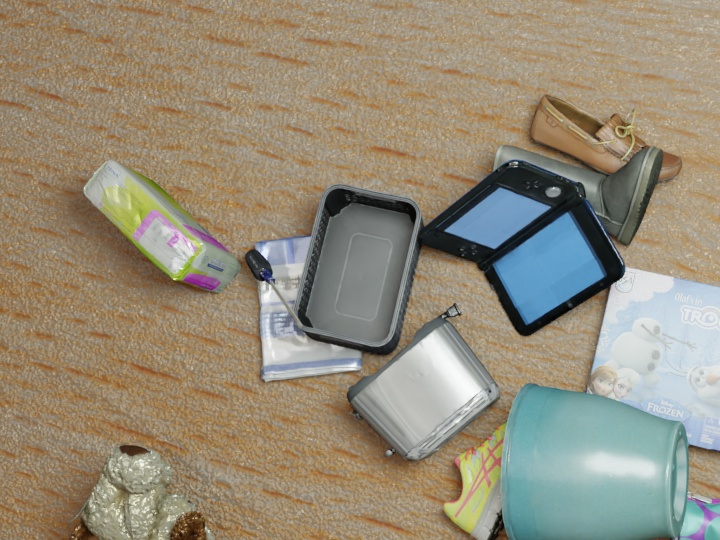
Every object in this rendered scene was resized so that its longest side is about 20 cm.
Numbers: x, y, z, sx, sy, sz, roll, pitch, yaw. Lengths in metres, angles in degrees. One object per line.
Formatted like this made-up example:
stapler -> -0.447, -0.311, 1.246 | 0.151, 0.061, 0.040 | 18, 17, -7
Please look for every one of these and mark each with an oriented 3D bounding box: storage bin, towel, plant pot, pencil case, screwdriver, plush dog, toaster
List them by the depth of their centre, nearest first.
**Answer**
plant pot -> 0.284, 0.238, 1.367 | 0.187, 0.200, 0.201 | 1, 82, 24
pencil case -> 0.470, 0.304, 1.385 | 0.199, 0.085, 0.093 | -5, 105, 13
toaster -> 0.091, 0.153, 1.492 | 0.200, 0.114, 0.129 | -40, 79, 3
plush dog -> -0.269, 0.331, 1.511 | 0.171, 0.200, 0.161 | 29, 75, 4
screwdriver -> -0.109, 0.022, 1.525 | 0.029, 0.028, 0.200 | -27, 36, -16
storage bin -> 0.000, 0.000, 1.532 | 0.135, 0.094, 0.201 | 12, 80, 9
towel -> -0.073, 0.048, 1.593 | 0.146, 0.024, 0.201 | -6, 80, 12

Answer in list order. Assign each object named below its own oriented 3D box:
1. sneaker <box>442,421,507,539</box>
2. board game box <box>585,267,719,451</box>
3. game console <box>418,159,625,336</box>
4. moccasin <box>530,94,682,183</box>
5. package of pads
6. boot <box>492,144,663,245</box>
sneaker -> 0.165, 0.242, 1.478 | 0.090, 0.078, 0.200 | 23, 86, 23
board game box -> 0.397, 0.111, 1.454 | 0.199, 0.043, 0.200 | 12, 84, 16
game console -> 0.196, -0.023, 1.443 | 0.200, 0.170, 0.119 | -39, 44, 44
moccasin -> 0.320, -0.173, 1.497 | 0.201, 0.074, 0.078 | 29, 127, 23
package of pads -> -0.272, -0.058, 1.590 | 0.200, 0.154, 0.068 | 41, 93, 16
boot -> 0.268, -0.121, 1.466 | 0.200, 0.182, 0.073 | 28, 55, 16
